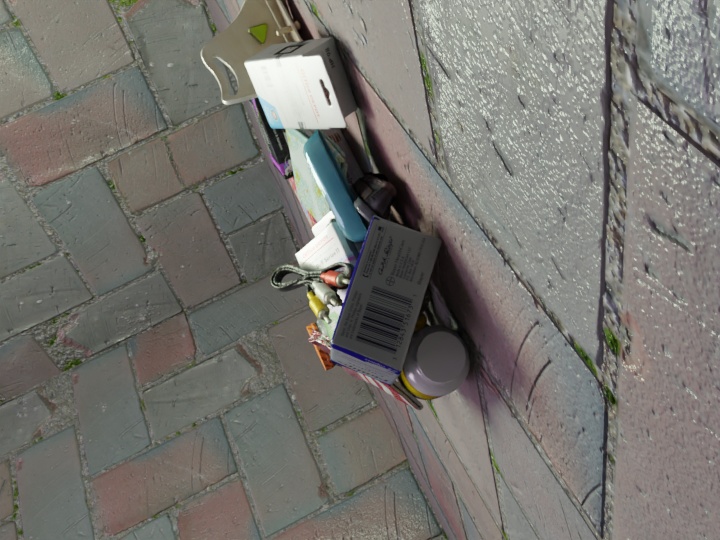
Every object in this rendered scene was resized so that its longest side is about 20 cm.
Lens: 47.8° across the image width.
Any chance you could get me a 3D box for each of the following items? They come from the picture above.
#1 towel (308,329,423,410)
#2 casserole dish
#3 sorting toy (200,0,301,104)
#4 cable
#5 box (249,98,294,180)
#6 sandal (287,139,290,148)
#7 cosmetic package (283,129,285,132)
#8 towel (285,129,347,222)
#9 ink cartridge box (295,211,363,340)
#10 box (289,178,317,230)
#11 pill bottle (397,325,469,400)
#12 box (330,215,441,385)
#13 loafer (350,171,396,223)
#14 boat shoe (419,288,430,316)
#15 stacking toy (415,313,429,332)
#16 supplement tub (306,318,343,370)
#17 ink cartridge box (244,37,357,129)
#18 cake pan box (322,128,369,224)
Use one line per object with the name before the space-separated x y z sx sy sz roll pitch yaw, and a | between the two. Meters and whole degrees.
towel | 0.005 0.167 1.350 0.144 0.023 0.199 42 168 -30
casserole dish | -0.037 -0.123 1.251 0.203 0.038 0.121 64 -175 6
sorting toy | -0.174 -0.363 1.387 0.107 0.177 0.203 82 162 -69
cable | -0.078 0.011 1.282 0.198 0.098 0.050 26 176 45
box | -0.180 -0.289 1.592 0.143 0.036 0.203 -128 15 -67
sandal | -0.113 -0.265 1.566 0.079 0.058 0.212 -119 22 -88
cosmetic package | -0.142 -0.349 1.585 0.200 0.050 0.084 87 -163 -72
towel | -0.076 -0.165 1.438 0.200 0.047 0.174 50 152 47
ink cartridge box | -0.034 -0.003 1.327 0.117 0.067 0.203 -37 72 42
box | -0.074 -0.147 1.708 0.096 0.098 0.203 81 164 -68
pill bottle | 0.111 0.142 1.247 0.106 0.103 0.200 64 174 9
box | 0.031 0.049 1.147 0.200 0.103 0.187 98 -169 -76
loafer | 0.028 -0.116 1.231 0.072 0.063 0.200 40 -169 -11
boat shoe | 0.051 0.080 1.361 0.074 0.073 0.202 54 131 33
stacking toy | 0.095 0.106 1.417 0.085 0.084 0.204 -137 30 -72
supplement tub | -0.002 0.113 1.629 0.124 0.197 0.123 62 173 14
ink cartridge box | -0.079 -0.281 1.229 0.198 0.066 0.118 12 132 48
cake pan box | -0.018 -0.140 1.503 0.185 0.051 0.203 78 167 -70
